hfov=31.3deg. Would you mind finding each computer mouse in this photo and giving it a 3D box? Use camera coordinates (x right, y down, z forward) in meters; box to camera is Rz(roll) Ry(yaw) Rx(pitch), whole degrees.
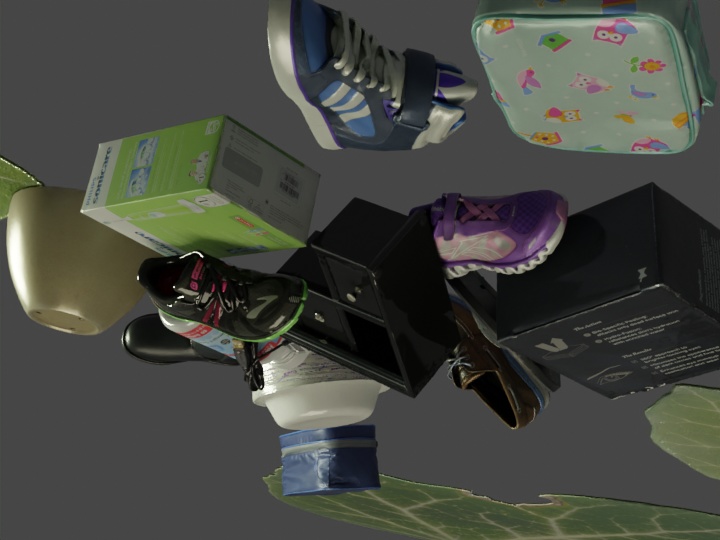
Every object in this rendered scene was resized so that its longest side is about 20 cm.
[{"bbox_3d":[-0.069,0.068,1.617,0.199,0.044,0.110,-26,128,-10],"label":"computer mouse"}]

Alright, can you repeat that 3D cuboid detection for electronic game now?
[{"bbox_3d":[0.153,0.058,1.438,0.200,0.042,0.200,46,-174,-6],"label":"electronic game"}]

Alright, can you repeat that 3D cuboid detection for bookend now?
[{"bbox_3d":[-0.013,0.009,1.358,0.198,0.092,0.200,23,147,34],"label":"bookend"}]

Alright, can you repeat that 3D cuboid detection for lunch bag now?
[{"bbox_3d":[-0.060,0.337,2.331,0.135,0.133,0.200,6,165,-35],"label":"lunch bag"},{"bbox_3d":[0.177,-0.159,0.945,0.160,0.077,0.200,2,158,21],"label":"lunch bag"}]

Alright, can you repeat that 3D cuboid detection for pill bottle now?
[{"bbox_3d":[-0.154,0.058,1.656,0.108,0.109,0.200,-9,153,43],"label":"pill bottle"}]

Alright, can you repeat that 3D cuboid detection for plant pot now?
[{"bbox_3d":[-0.345,0.001,1.568,0.199,0.135,0.200,10,159,4],"label":"plant pot"}]

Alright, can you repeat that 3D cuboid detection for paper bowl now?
[{"bbox_3d":[-0.055,0.165,1.824,0.200,0.105,0.201,-7,165,-2],"label":"paper bowl"}]

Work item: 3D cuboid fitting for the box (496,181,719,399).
[{"bbox_3d":[0.273,0.028,1.298,0.200,0.118,0.196,27,144,-38],"label":"box"}]

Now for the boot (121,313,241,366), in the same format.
[{"bbox_3d":[-0.234,0.089,1.825,0.199,0.077,0.168,8,165,-12],"label":"boot"}]

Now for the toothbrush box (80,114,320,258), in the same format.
[{"bbox_3d":[-0.165,-0.079,1.328,0.199,0.086,0.145,-8,153,41],"label":"toothbrush box"}]

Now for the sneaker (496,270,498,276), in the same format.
[{"bbox_3d":[0.214,0.022,1.447,0.084,0.077,0.200,-29,141,18],"label":"sneaker"}]

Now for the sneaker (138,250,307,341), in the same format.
[{"bbox_3d":[-0.148,0.024,1.337,0.199,0.077,0.084,4,162,26],"label":"sneaker"}]

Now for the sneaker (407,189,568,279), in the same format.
[{"bbox_3d":[0.118,-0.045,1.289,0.088,0.081,0.200,33,152,-31],"label":"sneaker"}]

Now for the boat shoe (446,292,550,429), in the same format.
[{"bbox_3d":[0.145,0.111,1.578,0.200,0.072,0.072,43,138,7],"label":"boat shoe"}]

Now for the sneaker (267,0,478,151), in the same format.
[{"bbox_3d":[0.018,-0.164,1.030,0.146,0.081,0.200,-3,153,14],"label":"sneaker"}]
